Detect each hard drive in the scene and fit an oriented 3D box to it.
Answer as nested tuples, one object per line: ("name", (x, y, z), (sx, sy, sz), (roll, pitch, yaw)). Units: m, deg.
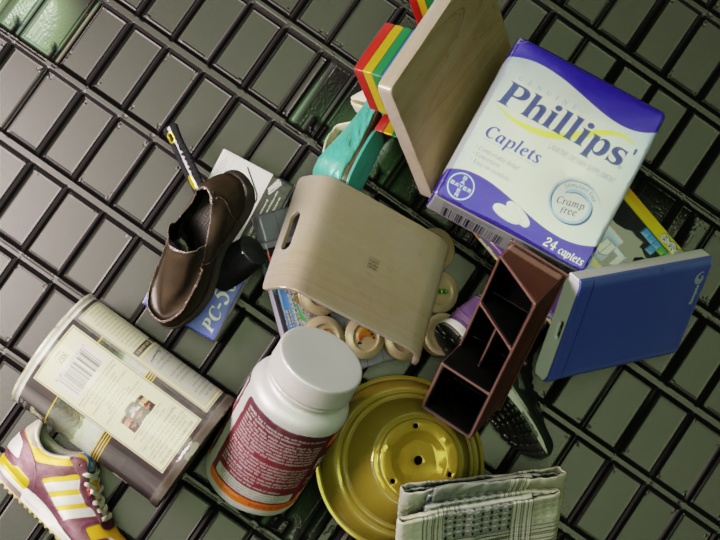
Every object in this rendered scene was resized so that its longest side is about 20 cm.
("hard drive", (0.289, 0.048, 1.615), (0.199, 0.025, 0.132), (-9, 128, -34))

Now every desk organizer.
("desk organizer", (0.139, 0.076, 1.569), (0.072, 0.077, 0.200), (32, 126, 15))

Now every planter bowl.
("planter bowl", (0.055, 0.213, 1.644), (0.200, 0.083, 0.201), (2, 80, -14))

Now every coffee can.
("coffee can", (-0.259, 0.142, 1.620), (0.200, 0.146, 0.147), (36, 85, 1))

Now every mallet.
("mallet", (-0.165, -0.079, 1.643), (0.066, 0.041, 0.201), (-26, 79, 33))

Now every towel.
("towel", (0.130, 0.307, 1.626), (0.192, 0.035, 0.201), (-5, 122, -10))

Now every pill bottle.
("pill bottle", (-0.082, 0.162, 1.597), (0.114, 0.114, 0.200), (31, 125, 0))

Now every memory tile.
("memory tile", (0.023, 0.026, 1.673), (0.199, 0.017, 0.154), (0, 85, -25))

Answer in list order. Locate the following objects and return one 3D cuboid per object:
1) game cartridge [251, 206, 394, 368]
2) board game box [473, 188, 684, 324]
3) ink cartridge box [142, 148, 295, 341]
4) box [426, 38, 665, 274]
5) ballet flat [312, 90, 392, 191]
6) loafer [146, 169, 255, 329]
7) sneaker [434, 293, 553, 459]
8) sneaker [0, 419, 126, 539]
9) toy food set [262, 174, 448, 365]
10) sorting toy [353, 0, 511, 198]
("game cartridge", (-0.041, 0.021, 1.670), (0.129, 0.038, 0.201), (-16, 92, -29))
("board game box", (0.253, -0.027, 1.683), (0.165, 0.057, 0.200), (-41, 89, -6))
("ink cartridge box", (-0.161, -0.028, 1.688), (0.094, 0.044, 0.200), (27, 85, 1))
("box", (0.200, -0.119, 1.610), (0.184, 0.105, 0.200), (28, 83, 2))
("ballet flat", (0.007, -0.170, 1.693), (0.070, 0.067, 0.200), (22, 65, 27))
("loafer", (-0.189, -0.024, 1.598), (0.073, 0.071, 0.200), (41, 115, 30))
("sneaker", (0.176, 0.118, 1.683), (0.087, 0.076, 0.200), (-37, 99, -25))
("sneaker", (-0.312, 0.252, 1.645), (0.200, 0.075, 0.090), (41, 90, -1))
("toy food set", (0.000, 0.000, 1.632), (0.200, 0.060, 0.144), (28, 63, -21))
("sorting toy", (0.080, -0.220, 1.640), (0.069, 0.199, 0.200), (21, 66, 29))
